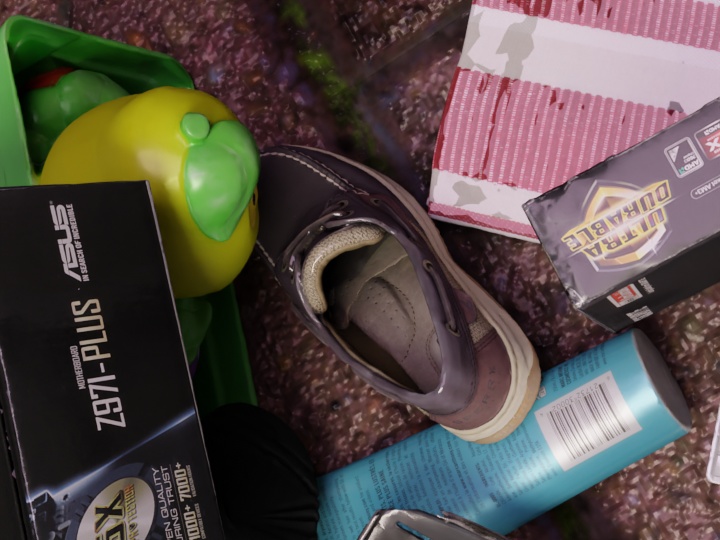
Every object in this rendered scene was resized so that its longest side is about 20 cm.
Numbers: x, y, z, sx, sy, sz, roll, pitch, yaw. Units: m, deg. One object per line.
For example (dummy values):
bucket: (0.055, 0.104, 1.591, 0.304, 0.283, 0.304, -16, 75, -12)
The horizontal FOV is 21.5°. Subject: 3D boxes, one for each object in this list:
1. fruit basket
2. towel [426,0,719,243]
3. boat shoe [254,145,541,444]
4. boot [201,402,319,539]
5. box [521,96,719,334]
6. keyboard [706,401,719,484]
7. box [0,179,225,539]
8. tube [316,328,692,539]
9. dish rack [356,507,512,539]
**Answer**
fruit basket: (-0.100, -0.021, 0.858, 0.216, 0.155, 0.216, -4, 83, 34)
towel: (0.119, -0.105, 0.867, 0.144, 0.023, 0.200, 14, 87, 20)
boat shoe: (0.000, 0.000, 0.850, 0.072, 0.065, 0.200, -50, 53, 10)
boot: (-0.097, 0.169, 0.829, 0.162, 0.073, 0.198, -44, 25, 37)
box: (0.168, -0.042, 0.731, 0.198, 0.200, 0.050, -29, 79, 7)
keyboard: (0.247, 0.082, 0.792, 0.200, 0.011, 0.056, 11, 85, 22)
box: (-0.157, 0.067, 0.770, 0.200, 0.086, 0.164, -19, 81, 47)
tube: (0.048, 0.093, 0.846, 0.200, 0.050, 0.077, -29, 53, 17)
dish rack: (0.024, 0.205, 0.791, 0.153, 0.055, 0.200, 29, 103, -6)
